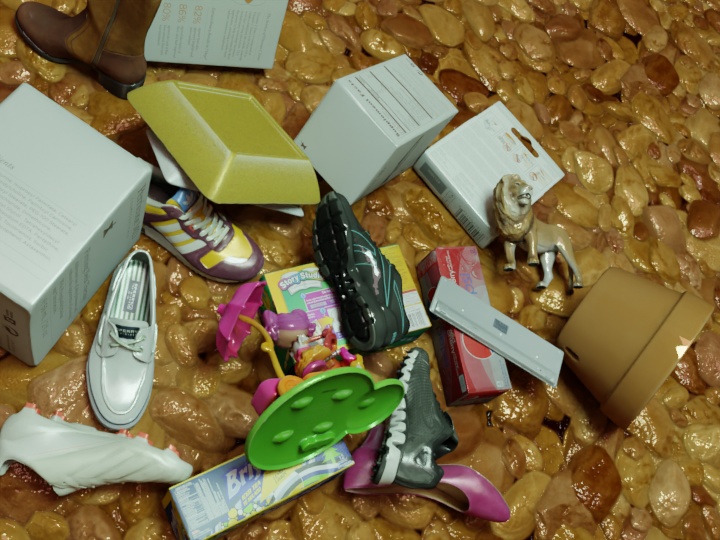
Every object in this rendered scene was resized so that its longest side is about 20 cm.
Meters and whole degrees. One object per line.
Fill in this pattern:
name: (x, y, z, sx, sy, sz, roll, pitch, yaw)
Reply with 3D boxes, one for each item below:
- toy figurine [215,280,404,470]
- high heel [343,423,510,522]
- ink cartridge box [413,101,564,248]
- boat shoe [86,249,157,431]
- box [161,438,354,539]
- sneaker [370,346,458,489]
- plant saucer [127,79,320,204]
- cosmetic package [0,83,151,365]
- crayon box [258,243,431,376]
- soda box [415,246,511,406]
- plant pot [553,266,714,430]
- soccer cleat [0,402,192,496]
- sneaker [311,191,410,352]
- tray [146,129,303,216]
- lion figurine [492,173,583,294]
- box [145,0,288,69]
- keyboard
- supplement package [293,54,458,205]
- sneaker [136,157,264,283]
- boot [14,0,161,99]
toy figurine: (-0.073, 0.089, 0.859, 0.198, 0.151, 0.185, -4, 46, -40)
high heel: (0.077, 0.262, 0.920, 0.198, 0.068, 0.096, 33, 48, 1)
ink cartridge box: (0.196, -0.149, 1.192, 0.199, 0.047, 0.161, -37, 83, -35)
boat shoe: (-0.263, 0.072, 0.878, 0.072, 0.067, 0.203, 4, 64, -20)
box: (-0.109, 0.230, 0.862, 0.198, 0.070, 0.065, -19, 72, -29)
sneaker: (0.072, 0.176, 0.925, 0.089, 0.067, 0.201, 18, 40, -1)
plant saucer: (-0.155, -0.165, 0.975, 0.200, 0.049, 0.199, 49, 29, 23)
cosmetic package: (-0.351, -0.046, 0.840, 0.165, 0.168, 0.201, 33, 58, -3)
crayon box: (-0.022, 0.048, 0.994, 0.197, 0.058, 0.120, -13, 71, -27)
soda box: (0.134, 0.071, 1.045, 0.069, 0.063, 0.203, -2, 67, -23)
plant pot: (0.355, 0.090, 1.063, 0.139, 0.201, 0.200, 37, 56, 18)
soccer cleat: (-0.273, 0.198, 0.814, 0.197, 0.069, 0.079, 15, 68, -3)
sneaker: (0.000, 0.000, 0.961, 0.078, 0.075, 0.203, -7, 74, -40)
tray: (-0.161, -0.126, 0.982, 0.198, 0.022, 0.108, 12, 37, -41)
lion figurine: (0.251, -0.048, 1.124, 0.199, 0.072, 0.125, 29, 55, -45)
box: (-0.205, -0.368, 1.057, 0.197, 0.153, 0.107, -2, 52, -24)
keyboard: (0.178, 0.079, 1.019, 0.198, 0.011, 0.057, 32, 50, -10)
supplement package: (0.024, -0.193, 1.063, 0.118, 0.117, 0.200, 47, 38, 4)
sneaker: (-0.201, -0.058, 0.952, 0.198, 0.090, 0.076, 29, 59, -5)
boot: (-0.335, -0.320, 0.960, 0.187, 0.200, 0.069, 38, 57, -1)
